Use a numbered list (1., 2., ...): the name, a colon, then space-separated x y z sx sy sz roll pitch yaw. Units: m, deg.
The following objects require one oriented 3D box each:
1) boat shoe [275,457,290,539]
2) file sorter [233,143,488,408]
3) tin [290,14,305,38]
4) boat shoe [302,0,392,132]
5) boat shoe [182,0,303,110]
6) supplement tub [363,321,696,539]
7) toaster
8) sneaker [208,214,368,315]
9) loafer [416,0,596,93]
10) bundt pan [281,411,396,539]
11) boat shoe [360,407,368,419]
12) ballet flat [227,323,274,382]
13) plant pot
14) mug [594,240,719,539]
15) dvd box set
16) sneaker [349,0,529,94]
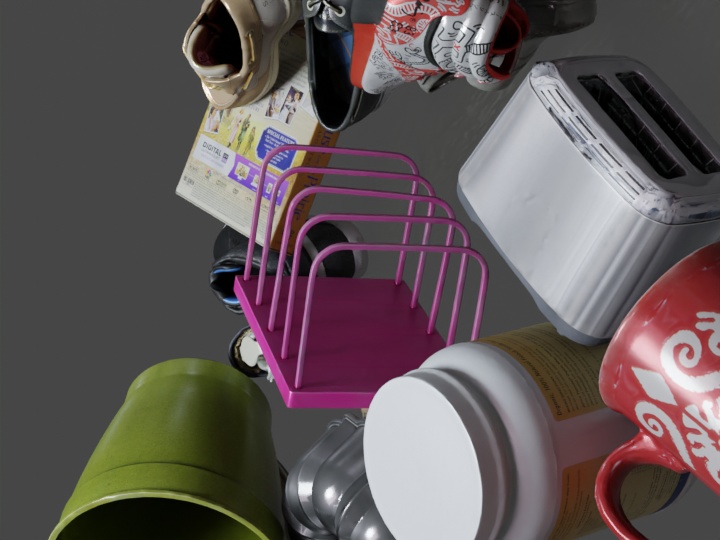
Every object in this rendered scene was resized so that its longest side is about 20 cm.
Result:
1. boat shoe: -0.101 0.186 1.730 0.200 0.057 0.067 40 94 37
2. file sorter: 0.000 0.000 1.401 0.200 0.138 0.126 -122 37 -62
3. tin: -0.050 -0.245 1.496 0.200 0.042 0.113 31 103 46
4. boat shoe: -0.011 -0.187 1.367 0.068 0.057 0.201 18 135 26
5. boat shoe: -0.101 -0.173 1.452 0.074 0.069 0.200 54 156 11
6. supplement tub: 0.115 0.110 1.269 0.144 0.199 0.146 19 115 50
7. toaster: 0.158 -0.046 1.243 0.201 0.113 0.130 56 137 31
8. sneaker: -0.094 -0.008 1.597 0.199 0.111 0.074 0 108 54
9. loafer: 0.097 -0.161 1.340 0.200 0.070 0.070 1 107 60
10. bundt pan: 0.010 0.215 1.497 0.202 0.076 0.203 41 149 31
11. boat shoe: 0.053 0.096 1.464 0.200 0.071 0.065 -28 77 55
12. ballet flat: -0.048 0.057 1.597 0.199 0.073 0.074 -15 87 54
13. plant pot: -0.147 0.184 1.603 0.194 0.199 0.201 -83 13 -49
14. mug: 0.249 0.110 1.150 0.200 0.133 0.178 44 127 33
15. dvd box set: -0.067 -0.130 1.536 0.146 0.029 0.201 29 100 48
16. sneaker: 0.052 -0.148 1.280 0.201 0.107 0.068 83 -151 -77
